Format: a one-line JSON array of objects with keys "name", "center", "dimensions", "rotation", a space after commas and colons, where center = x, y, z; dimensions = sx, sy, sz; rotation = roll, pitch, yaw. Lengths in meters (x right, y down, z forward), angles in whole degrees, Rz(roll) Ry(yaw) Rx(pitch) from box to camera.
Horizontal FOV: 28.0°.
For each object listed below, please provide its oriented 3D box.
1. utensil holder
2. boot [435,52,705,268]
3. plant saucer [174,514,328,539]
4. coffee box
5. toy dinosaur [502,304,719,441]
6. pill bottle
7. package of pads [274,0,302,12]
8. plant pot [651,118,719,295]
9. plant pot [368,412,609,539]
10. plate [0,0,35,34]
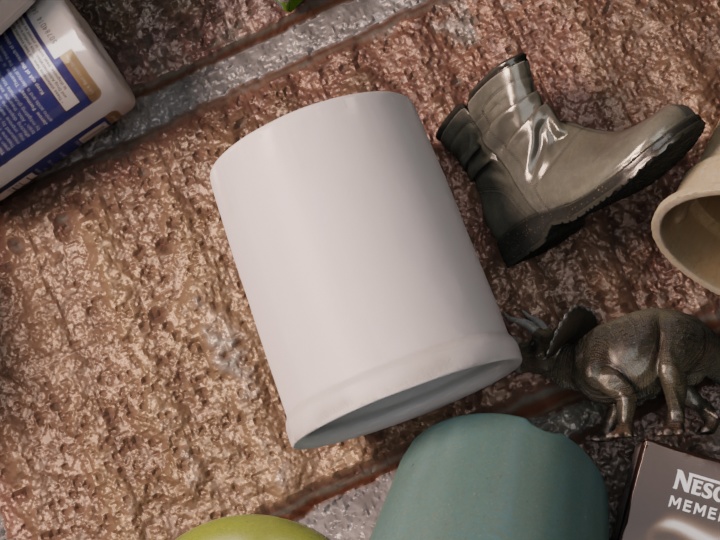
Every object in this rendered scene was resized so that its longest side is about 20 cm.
[{"name": "utensil holder", "center": [0.000, 0.000, 1.001], "dimensions": [0.169, 0.170, 0.201], "rotation": [-20, 78, 2]}, {"name": "boot", "center": [0.134, -0.096, 1.004], "dimensions": [0.067, 0.200, 0.131], "rotation": [-21, 80, -43]}, {"name": "plant saucer", "center": [-0.081, 0.277, 1.034], "dimensions": [0.198, 0.031, 0.202], "rotation": [-1, 80, 6]}, {"name": "coffee box", "center": [0.219, 0.228, 0.986], "dimensions": [0.112, 0.080, 0.202], "rotation": [15, 83, 9]}, {"name": "toy dinosaur", "center": [0.203, 0.066, 1.014], "dimensions": [0.198, 0.077, 0.103], "rotation": [-5, 81, 5]}, {"name": "pill bottle", "center": [-0.277, -0.113, 1.074], "dimensions": [0.199, 0.111, 0.111], "rotation": [-34, 79, -1]}, {"name": "package of pads", "center": [-0.044, -0.324, 1.105], "dimensions": [0.154, 0.068, 0.200], "rotation": [43, 86, 9]}, {"name": "plant pot", "center": [0.321, -0.083, 0.982], "dimensions": [0.199, 0.201, 0.185], "rotation": [20, 73, 8]}, {"name": "plant pot", "center": [0.077, 0.210, 0.924], "dimensions": [0.198, 0.201, 0.197], "rotation": [10, 39, 7]}, {"name": "plate", "center": [-0.314, -0.175, 1.053], "dimensions": [0.199, 0.032, 0.200], "rotation": [11, 54, 48]}]
